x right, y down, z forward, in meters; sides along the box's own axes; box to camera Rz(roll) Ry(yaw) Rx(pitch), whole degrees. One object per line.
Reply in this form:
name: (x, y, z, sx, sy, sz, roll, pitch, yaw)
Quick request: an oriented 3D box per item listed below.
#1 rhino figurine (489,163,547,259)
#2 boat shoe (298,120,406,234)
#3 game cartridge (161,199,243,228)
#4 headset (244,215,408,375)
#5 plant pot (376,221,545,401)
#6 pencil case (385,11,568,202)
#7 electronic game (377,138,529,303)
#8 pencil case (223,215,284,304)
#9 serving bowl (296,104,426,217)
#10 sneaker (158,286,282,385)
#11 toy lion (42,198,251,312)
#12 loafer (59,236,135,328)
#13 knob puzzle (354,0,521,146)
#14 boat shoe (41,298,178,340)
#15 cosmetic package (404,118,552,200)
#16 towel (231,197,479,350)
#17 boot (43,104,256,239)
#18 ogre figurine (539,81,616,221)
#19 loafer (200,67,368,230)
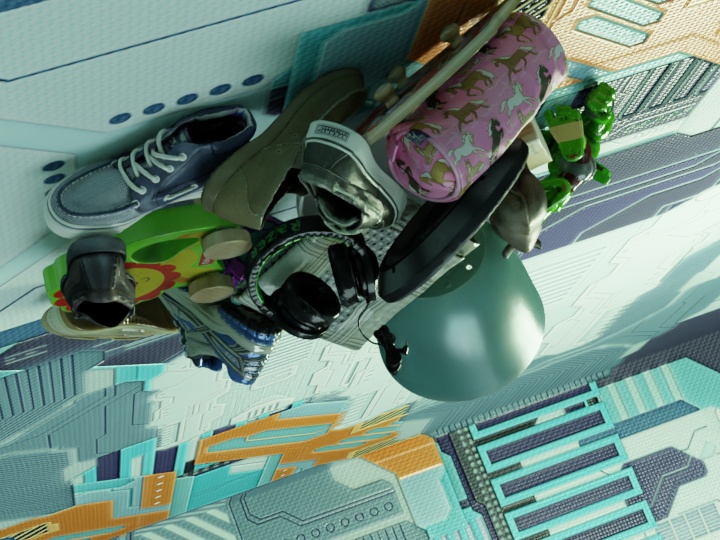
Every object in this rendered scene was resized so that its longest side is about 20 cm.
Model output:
rhino figurine: (0.164, -0.063, 1.757, 0.060, 0.088, 0.200, -20, 163, -1)
boat shoe: (-0.014, -0.068, 1.467, 0.071, 0.064, 0.200, 15, 167, 21)
game cartridge: (-0.183, -0.049, 1.710, 0.133, 0.041, 0.200, -1, 155, -45)
headset: (-0.026, 0.028, 1.618, 0.123, 0.094, 0.200, -34, 135, 17)
plant pot: (0.099, 0.023, 1.878, 0.200, 0.201, 0.161, -22, 142, 1)
pencil case: (0.107, -0.151, 1.501, 0.083, 0.087, 0.200, 3, -139, 48)
electronic game: (0.087, -0.048, 1.558, 0.200, 0.042, 0.200, -47, -172, 9)
pencil case: (-0.125, 0.004, 1.879, 0.092, 0.085, 0.200, -34, 169, -17)
serving bowl: (0.026, -0.098, 1.673, 0.200, 0.066, 0.200, -12, 139, -10)
sneaker: (-0.169, 0.061, 1.766, 0.077, 0.200, 0.085, 4, 109, -43)
toy lion: (-0.217, -0.009, 1.638, 0.191, 0.069, 0.200, -9, 162, -16)
loafer: (-0.246, 0.027, 1.552, 0.072, 0.063, 0.200, -7, 163, -8)
knob puzzle: (0.045, -0.171, 1.482, 0.220, 0.030, 0.220, -40, -172, 7)
boat shoe: (-0.265, 0.045, 1.867, 0.200, 0.072, 0.065, -4, 166, -42)
cosmetic package: (0.098, -0.119, 1.787, 0.200, 0.071, 0.105, -25, 164, 11)
towel: (0.000, 0.000, 1.694, 0.200, 0.035, 0.192, -42, 137, 22)
boot: (-0.190, -0.096, 1.490, 0.200, 0.073, 0.090, -23, 160, -27)
ogre figurine: (0.236, -0.123, 1.884, 0.098, 0.200, 0.120, 14, -169, 17)
loafer: (-0.058, -0.107, 1.511, 0.200, 0.067, 0.076, -44, 171, -18)
